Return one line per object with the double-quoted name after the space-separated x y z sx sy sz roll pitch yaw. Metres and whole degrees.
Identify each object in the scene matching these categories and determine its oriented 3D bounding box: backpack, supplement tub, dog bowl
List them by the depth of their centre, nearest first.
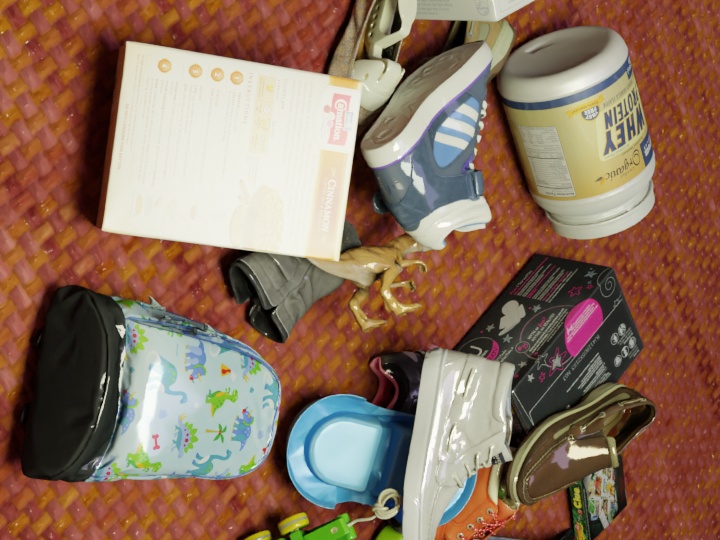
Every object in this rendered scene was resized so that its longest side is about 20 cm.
-0.165 0.109 1.093 0.200 0.153 0.164 23 75 -56 "backpack"
0.017 0.186 1.278 0.199 0.050 0.112 17 89 -17 "dog bowl"
0.241 -0.150 1.415 0.144 0.144 0.201 -41 123 -31 "supplement tub"

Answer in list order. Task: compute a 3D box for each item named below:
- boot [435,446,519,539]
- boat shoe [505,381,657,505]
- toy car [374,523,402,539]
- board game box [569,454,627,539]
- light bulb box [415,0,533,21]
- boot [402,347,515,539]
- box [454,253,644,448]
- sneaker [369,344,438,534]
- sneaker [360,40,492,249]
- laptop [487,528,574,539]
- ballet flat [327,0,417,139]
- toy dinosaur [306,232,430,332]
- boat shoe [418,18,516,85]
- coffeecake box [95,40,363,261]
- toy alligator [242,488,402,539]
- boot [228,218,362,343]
0.119 0.273 1.406 0.075 0.107 0.201 7 95 -46 "boot"
0.239 0.183 1.368 0.202 0.075 0.075 -35 122 -31 "boat shoe"
0.061 0.398 1.349 0.158 0.164 0.201 -28 129 -37 "toy car"
0.292 0.229 1.612 0.105 0.023 0.201 -27 116 -42 "board game box"
0.131 -0.376 1.280 0.198 0.125 0.201 -34 121 -34 "light bulb box"
0.096 0.178 1.225 0.074 0.095 0.201 5 93 -81 "boot"
0.205 0.098 1.448 0.200 0.114 0.132 -46 127 -25 "box"
0.037 0.175 1.342 0.095 0.079 0.201 3 92 -29 "sneaker"
0.089 -0.113 1.251 0.200 0.080 0.147 -51 121 -34 "sneaker"
0.174 0.403 1.548 0.200 0.115 0.188 8 93 -73 "laptop"
0.015 -0.215 1.240 0.068 0.067 0.201 14 88 -44 "ballet flat"
0.000 0.000 1.213 0.200 0.060 0.107 -7 72 -47 "toy dinosaur"
0.086 -0.190 1.323 0.076 0.072 0.201 36 65 -26 "boat shoe"
-0.110 -0.097 1.081 0.199 0.073 0.154 8 92 -15 "coffeecake box"
-0.046 0.263 1.241 0.199 0.059 0.054 -26 164 3 "toy alligator"
-0.073 -0.039 1.186 0.132 0.070 0.201 -43 123 -31 "boot"
